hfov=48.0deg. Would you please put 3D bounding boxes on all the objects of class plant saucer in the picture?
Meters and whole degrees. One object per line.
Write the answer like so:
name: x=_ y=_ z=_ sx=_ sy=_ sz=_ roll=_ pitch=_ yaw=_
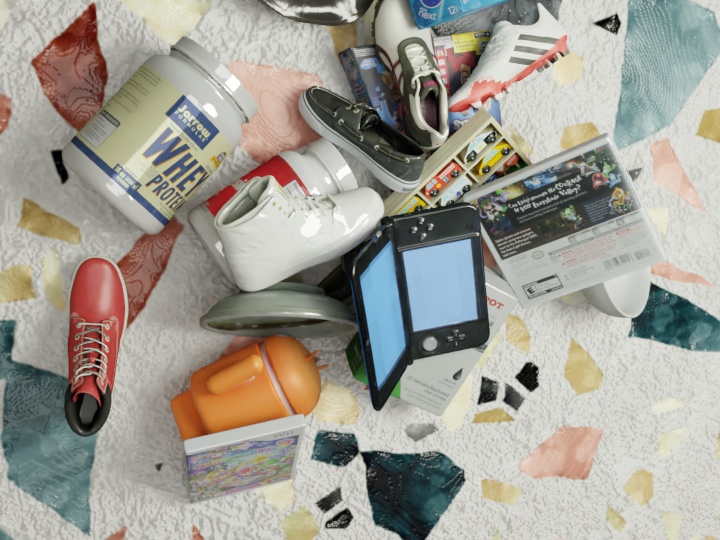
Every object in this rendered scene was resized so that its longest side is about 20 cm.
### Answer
plant saucer: x=-0.097 y=0.048 z=0.995 sx=0.199 sy=0.200 sz=0.051 roll=4 pitch=78 yaw=-17

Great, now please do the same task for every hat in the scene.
hat: x=-0.067 y=-0.399 z=1.009 sx=0.200 sy=0.081 sz=0.202 roll=-5 pitch=104 yaw=-23

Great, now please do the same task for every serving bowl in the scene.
serving bowl: x=0.347 y=-0.029 z=1.156 sx=0.200 sy=0.066 sz=0.201 roll=14 pitch=72 yaw=-50

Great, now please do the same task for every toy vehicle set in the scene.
toy vehicle set: x=0.123 y=-0.105 z=1.066 sx=0.200 sy=0.027 sz=0.124 roll=-44 pitch=135 yaw=13

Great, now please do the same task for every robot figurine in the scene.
robot figurine: x=-0.135 y=0.155 z=1.024 sx=0.199 sy=0.117 sz=0.144 roll=-26 pitch=115 yaw=-1

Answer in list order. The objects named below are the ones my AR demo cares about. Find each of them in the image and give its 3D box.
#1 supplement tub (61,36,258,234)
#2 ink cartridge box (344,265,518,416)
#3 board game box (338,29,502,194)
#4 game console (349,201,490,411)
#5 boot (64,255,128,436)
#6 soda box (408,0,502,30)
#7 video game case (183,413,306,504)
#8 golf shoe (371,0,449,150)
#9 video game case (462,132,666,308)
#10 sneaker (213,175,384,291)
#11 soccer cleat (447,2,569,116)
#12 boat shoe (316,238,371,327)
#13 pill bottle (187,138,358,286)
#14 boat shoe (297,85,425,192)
supplement tub: x=-0.231 y=-0.158 z=0.949 sx=0.145 sy=0.145 sz=0.200 roll=43 pitch=84 yaw=-17
ink cartridge box: x=0.093 y=0.073 z=1.081 sx=0.146 sy=0.083 sz=0.201 roll=26 pitch=106 yaw=-17
board game box: x=0.086 y=-0.206 z=1.086 sx=0.199 sy=0.062 sz=0.201 roll=-11 pitch=100 yaw=-16
game console: x=0.076 y=0.042 z=0.952 sx=0.170 sy=0.118 sz=0.201 roll=-11 pitch=117 yaw=-3
boot: x=-0.313 y=0.086 z=0.953 sx=0.072 sy=0.144 sz=0.201 roll=3 pitch=94 yaw=-16
soda box: x=0.135 y=-0.358 z=1.024 sx=0.200 sy=0.068 sz=0.064 roll=-35 pitch=108 yaw=-51
video game case: x=-0.146 y=0.239 z=1.011 sx=0.142 sy=0.200 sz=0.018 roll=-10 pitch=60 yaw=-16
golf shoe: x=0.073 y=-0.249 z=1.000 sx=0.077 sy=0.088 sz=0.201 roll=-19 pitch=100 yaw=-13
video game case: x=0.259 y=-0.057 z=1.033 sx=0.199 sy=0.023 sz=0.182 roll=-22 pitch=111 yaw=28
sneaker: x=-0.068 y=-0.066 z=0.921 sx=0.199 sy=0.074 sz=0.116 roll=-30 pitch=135 yaw=-13
soccer cleat: x=0.181 y=-0.272 z=1.046 sx=0.200 sy=0.069 sz=0.085 roll=-34 pitch=94 yaw=-14
boat shoe: x=0.000 y=0.000 z=1.043 sx=0.066 sy=0.072 sz=0.201 roll=33 pitch=119 yaw=-21
pill bottle: x=-0.106 y=-0.078 z=1.015 sx=0.200 sy=0.112 sz=0.113 roll=-35 pitch=105 yaw=-11
boat shoe: x=0.005 y=-0.179 z=1.019 sx=0.200 sy=0.057 sz=0.069 roll=41 pitch=45 yaw=17
